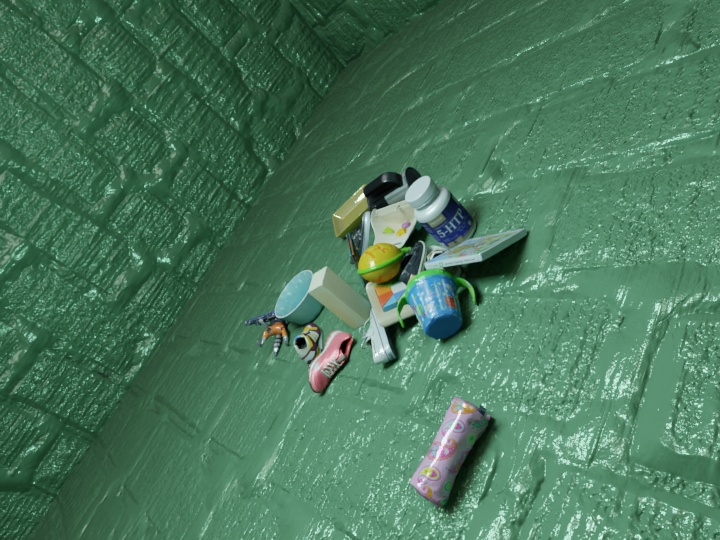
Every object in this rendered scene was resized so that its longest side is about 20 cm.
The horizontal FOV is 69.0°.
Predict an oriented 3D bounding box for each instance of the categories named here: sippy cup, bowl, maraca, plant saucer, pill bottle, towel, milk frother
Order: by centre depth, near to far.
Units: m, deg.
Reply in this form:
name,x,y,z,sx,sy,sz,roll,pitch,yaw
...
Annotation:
name,x,y,z,sx,sy,sz,roll,pitch,yaw
sippy cup,0.187,0.090,1.280,0.178,0.138,0.132,-46,36,29
pill bottle,0.219,-0.161,1.457,0.119,0.199,0.121,-36,29,24
maraca,0.069,-0.029,1.503,0.135,0.109,0.199,-12,11,37
towel,0.000,0.000,1.602,0.021,0.202,0.147,-21,30,4
milk frother,0.117,-0.224,1.802,0.187,0.179,0.203,-26,78,39
bowl,-0.203,0.111,1.870,0.200,0.105,0.202,-37,29,24
plant saucer,-0.023,-0.229,2.089,0.200,0.048,0.201,-42,28,15

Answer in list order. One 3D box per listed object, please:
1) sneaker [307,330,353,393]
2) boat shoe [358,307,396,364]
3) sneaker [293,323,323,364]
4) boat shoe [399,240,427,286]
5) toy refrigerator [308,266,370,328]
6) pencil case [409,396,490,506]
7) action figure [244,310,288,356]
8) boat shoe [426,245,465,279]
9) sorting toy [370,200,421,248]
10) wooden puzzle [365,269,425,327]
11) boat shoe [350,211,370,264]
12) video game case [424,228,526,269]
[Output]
name,x,y,z,sx,sy,sz,roll,pitch,yaw
sneaker,-0.085,0.262,1.531,0.086,0.074,0.202,-8,49,51
boat shoe,0.036,0.184,1.438,0.085,0.075,0.203,-26,37,7
sneaker,-0.173,0.221,1.700,0.075,0.090,0.201,-43,28,12
boat shoe,0.146,-0.024,1.456,0.201,0.061,0.075,-70,-2,-53
toy refrigerator,-0.062,0.085,1.579,0.069,0.200,0.077,-27,34,35
pencil case,0.174,0.348,1.014,0.202,0.087,0.087,-57,27,-14
action figure,-0.332,0.218,1.945,0.196,0.106,0.195,-14,32,12
boat shoe,0.220,-0.029,1.434,0.075,0.068,0.200,-47,27,4
sorting toy,0.117,-0.129,1.642,0.198,0.107,0.181,-15,35,38
wooden puzzle,0.113,0.058,1.453,0.182,0.038,0.201,-22,32,1
boat shoe,-0.004,-0.104,1.760,0.070,0.065,0.203,-85,2,-56
video game case,0.284,-0.053,1.298,0.198,0.022,0.181,-26,10,-38
